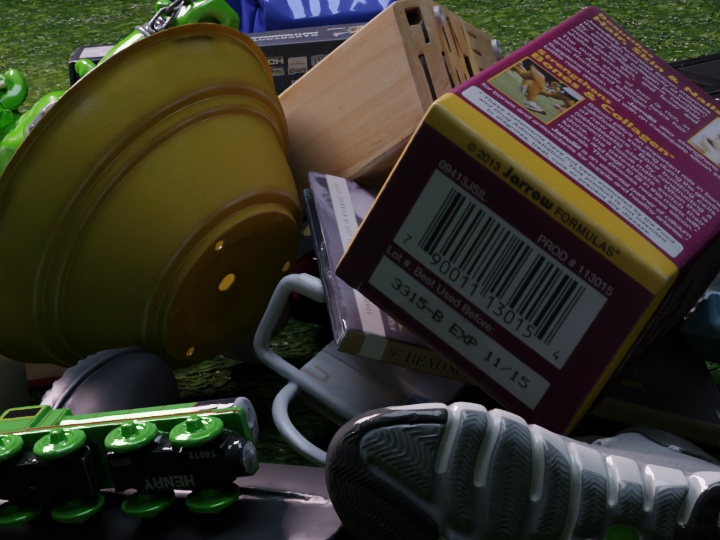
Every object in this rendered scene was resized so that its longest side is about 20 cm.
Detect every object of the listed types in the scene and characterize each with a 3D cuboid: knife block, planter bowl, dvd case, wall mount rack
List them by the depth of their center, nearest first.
[{"bbox_3d":[0.073,0.017,1.093,0.199,0.016,0.149,15,28,-16],"label":"dvd case"},{"bbox_3d":[0.047,0.046,1.110,0.173,0.075,0.200,32,27,9],"label":"wall mount rack"},{"bbox_3d":[-0.089,-0.014,1.114,0.083,0.201,0.200,39,38,26],"label":"planter bowl"},{"bbox_3d":[-0.010,-0.069,1.177,0.174,0.064,0.200,-20,-8,15],"label":"knife block"}]

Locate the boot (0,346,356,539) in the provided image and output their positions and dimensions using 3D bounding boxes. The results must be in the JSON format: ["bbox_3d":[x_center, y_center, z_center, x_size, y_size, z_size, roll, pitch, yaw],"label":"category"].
[{"bbox_3d":[-0.060,0.090,0.979,0.199,0.066,0.165,-1,29,32],"label":"boot"}]

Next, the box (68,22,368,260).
[{"bbox_3d":[-0.062,-0.056,1.315,0.198,0.159,0.051,-4,16,0],"label":"box"}]

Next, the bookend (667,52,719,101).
[{"bbox_3d":[0.231,-0.090,1.455,0.197,0.093,0.200,-13,18,-23],"label":"bookend"}]

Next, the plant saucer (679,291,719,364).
[{"bbox_3d":[0.256,0.044,1.090,0.198,0.019,0.070,10,19,19],"label":"plant saucer"}]

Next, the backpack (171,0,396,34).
[{"bbox_3d":[-0.042,-0.112,1.426,0.161,0.202,0.168,-3,25,-10],"label":"backpack"}]

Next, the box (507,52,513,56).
[{"bbox_3d":[0.140,-0.057,1.338,0.060,0.118,0.200,-5,15,-9],"label":"box"}]

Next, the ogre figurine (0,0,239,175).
[{"bbox_3d":[-0.143,-0.070,1.174,0.199,0.099,0.120,-7,24,49],"label":"ogre figurine"}]

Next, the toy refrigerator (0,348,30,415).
[{"bbox_3d":[-0.267,0.068,1.116,0.199,0.071,0.076,-20,22,-38],"label":"toy refrigerator"}]

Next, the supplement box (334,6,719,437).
[{"bbox_3d":[0.098,-0.027,1.045,0.131,0.104,0.200,38,31,12],"label":"supplement box"}]

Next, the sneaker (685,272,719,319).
[{"bbox_3d":[0.241,-0.024,1.264,0.075,0.077,0.199,6,19,36],"label":"sneaker"}]

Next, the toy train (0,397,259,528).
[{"bbox_3d":[-0.130,0.078,0.934,0.198,0.042,0.056,-6,21,19],"label":"toy train"}]

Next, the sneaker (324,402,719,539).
[{"bbox_3d":[0.078,0.093,0.925,0.198,0.076,0.116,14,7,-7],"label":"sneaker"}]

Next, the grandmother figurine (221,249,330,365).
[{"bbox_3d":[0.000,0.000,1.248,0.199,0.061,0.122,-19,-24,-17],"label":"grandmother figurine"}]

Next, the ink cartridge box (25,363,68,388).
[{"bbox_3d":[-0.235,0.003,1.299,0.145,0.083,0.200,-8,18,-9],"label":"ink cartridge box"}]
